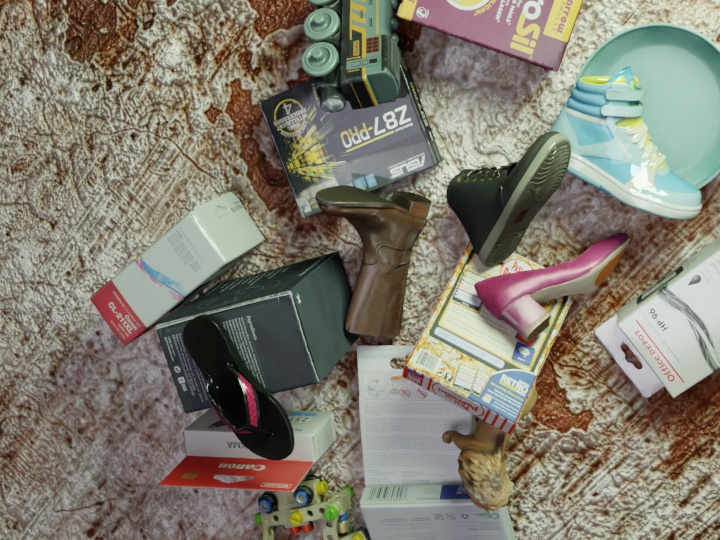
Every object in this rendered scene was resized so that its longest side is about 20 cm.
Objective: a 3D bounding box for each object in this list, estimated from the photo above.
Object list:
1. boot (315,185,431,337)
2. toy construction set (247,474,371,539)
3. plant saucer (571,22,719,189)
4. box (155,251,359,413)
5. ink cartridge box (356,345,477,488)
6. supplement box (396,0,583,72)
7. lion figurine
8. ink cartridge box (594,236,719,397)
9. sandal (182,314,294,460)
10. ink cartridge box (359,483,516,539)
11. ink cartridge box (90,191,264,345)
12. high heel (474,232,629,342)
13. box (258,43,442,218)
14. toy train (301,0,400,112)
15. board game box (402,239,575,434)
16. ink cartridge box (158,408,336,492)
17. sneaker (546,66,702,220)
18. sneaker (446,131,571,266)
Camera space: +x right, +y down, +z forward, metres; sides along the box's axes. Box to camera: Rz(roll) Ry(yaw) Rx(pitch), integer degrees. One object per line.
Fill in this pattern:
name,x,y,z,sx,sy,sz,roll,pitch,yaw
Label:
boot,0.000,0.000,1.243,0.064,0.184,0.204,36,116,48
toy construction set,-0.081,0.367,1.394,0.196,0.092,0.134,-18,97,9
plant saucer,0.344,-0.184,1.144,0.196,0.036,0.204,8,109,24
box,-0.124,0.076,1.276,0.193,0.200,0.126,-16,100,20
ink cartridge box,0.078,0.196,1.325,0.157,0.047,0.205,-1,99,17
supplement box,0.156,-0.324,1.134,0.196,0.103,0.133,19,107,4
lion figurine,0.172,0.191,1.223,0.071,0.122,0.203,22,90,-25
ink cartridge box,0.390,0.068,1.182,0.199,0.068,0.117,-40,89,22
sandal,-0.152,0.148,1.171,0.074,0.045,0.202,-31,96,22
ink cartridge box,0.115,0.375,1.342,0.192,0.044,0.203,-6,124,18
ink cartridge box,-0.243,-0.004,1.323,0.199,0.146,0.083,-36,92,22
high heel,0.234,-0.003,1.188,0.199,0.068,0.096,-39,65,-14
box,-0.014,-0.178,1.262,0.197,0.049,0.164,-19,98,19
toy train,-0.008,-0.283,1.184,0.111,0.085,0.204,-6,63,13
board game box,0.161,0.073,1.204,0.150,0.046,0.202,27,68,10
ink cartridge box,-0.151,0.239,1.334,0.196,0.176,0.046,-1,102,17
sneaker,0.311,-0.150,1.106,0.198,0.079,0.132,29,118,15
sneaker,0.164,-0.107,1.156,0.107,0.074,0.201,54,139,25
